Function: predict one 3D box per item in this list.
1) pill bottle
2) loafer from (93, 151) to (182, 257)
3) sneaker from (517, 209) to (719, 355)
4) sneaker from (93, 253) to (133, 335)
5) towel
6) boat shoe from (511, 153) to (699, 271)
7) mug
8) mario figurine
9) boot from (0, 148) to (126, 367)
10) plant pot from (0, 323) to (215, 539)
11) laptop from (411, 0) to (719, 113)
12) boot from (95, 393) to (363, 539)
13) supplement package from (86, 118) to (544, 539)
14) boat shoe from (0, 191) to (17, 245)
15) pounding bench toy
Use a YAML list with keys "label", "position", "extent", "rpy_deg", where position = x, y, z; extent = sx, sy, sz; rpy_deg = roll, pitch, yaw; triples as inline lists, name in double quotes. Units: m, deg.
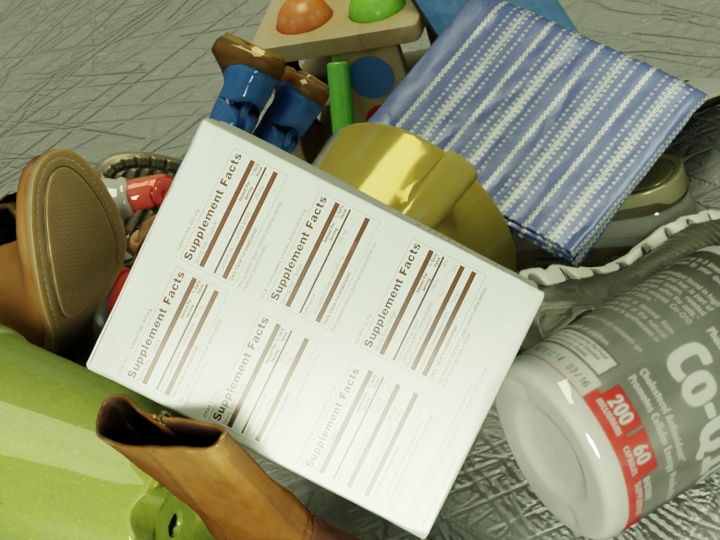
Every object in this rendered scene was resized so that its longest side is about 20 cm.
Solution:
- label: "pill bottle"
  position: [0.185, 0.057, 1.523]
  extent: [0.199, 0.115, 0.114]
  rpy_deg: [-29, 31, -20]
- label: "loafer"
  position: [-0.096, -0.023, 1.789]
  extent: [0.068, 0.199, 0.076]
  rpy_deg: [10, 78, 66]
- label: "sneaker"
  position: [0.179, 0.024, 1.639]
  extent: [0.199, 0.067, 0.091]
  rpy_deg: [-17, 43, -14]
- label: "sneaker"
  position: [-0.148, 0.023, 1.811]
  extent: [0.078, 0.079, 0.200]
  rpy_deg: [-43, -2, 22]
- label: "towel"
  position: [0.105, -0.093, 1.729]
  extent: [0.199, 0.024, 0.145]
  rpy_deg: [29, 73, 36]
- label: "boat shoe"
  position: [0.122, -0.022, 1.740]
  extent: [0.199, 0.069, 0.075]
  rpy_deg: [-5, 31, 30]
- label: "mug"
  position: [-0.006, 0.000, 1.672]
  extent: [0.149, 0.187, 0.153]
  rpy_deg: [24, 55, 27]
- label: "mario figurine"
  position: [-0.107, -0.049, 1.707]
  extent: [0.201, 0.123, 0.106]
  rpy_deg: [-61, 1, -2]
- label: "boot"
  position: [-0.214, 0.000, 1.671]
  extent: [0.155, 0.201, 0.077]
  rpy_deg: [20, 49, 37]
- label: "plant pot"
  position: [-0.181, 0.126, 1.558]
  extent: [0.189, 0.201, 0.200]
  rpy_deg: [11, 38, 22]
- label: "laptop"
  position: [0.152, -0.169, 1.869]
  extent: [0.199, 0.117, 0.187]
  rpy_deg: [3, 14, 31]
- label: "boot"
  position: [-0.021, 0.135, 1.403]
  extent: [0.188, 0.200, 0.069]
  rpy_deg: [17, 63, 45]
- label: "supplement package"
  position: [-0.021, 0.028, 1.472]
  extent: [0.199, 0.148, 0.191]
  rpy_deg: [27, 2, 2]
- label: "boat shoe"
  position: [-0.229, -0.018, 1.918]
  extent: [0.200, 0.073, 0.072]
  rpy_deg: [-35, 34, -29]
- label: "pounding bench toy"
  position: [0.000, -0.121, 1.885]
  extent: [0.123, 0.157, 0.200]
  rpy_deg: [-7, 31, 17]
